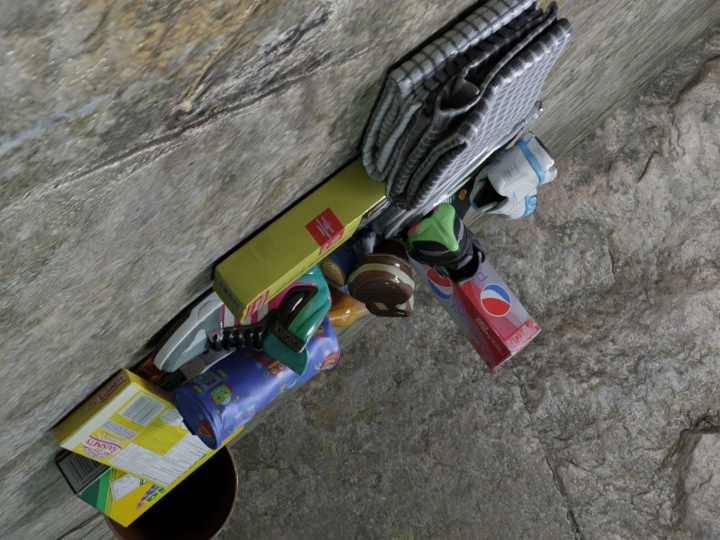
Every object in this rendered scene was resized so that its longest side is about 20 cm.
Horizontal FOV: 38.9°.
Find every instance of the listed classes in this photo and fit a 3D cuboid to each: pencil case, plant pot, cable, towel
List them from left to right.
[{"bbox_3d":[-0.275,0.286,1.448,0.186,0.188,0.200,-38,-172,-10],"label":"plant pot"},{"bbox_3d":[-0.110,0.114,1.109,0.199,0.078,0.087,-33,168,-34],"label":"pencil case"},{"bbox_3d":[0.087,-0.120,1.106,0.199,0.070,0.200,-38,178,-41],"label":"cable"},{"bbox_3d":[0.094,-0.148,0.905,0.165,0.086,0.200,-39,174,-18],"label":"towel"}]

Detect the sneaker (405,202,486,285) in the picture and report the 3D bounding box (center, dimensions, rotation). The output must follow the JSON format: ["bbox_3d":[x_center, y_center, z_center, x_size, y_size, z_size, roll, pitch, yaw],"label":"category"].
[{"bbox_3d":[0.097,-0.019,1.153,0.076,0.084,0.200,-37,173,6],"label":"sneaker"}]

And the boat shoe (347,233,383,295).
[{"bbox_3d":[0.000,0.000,1.330,0.072,0.071,0.200,-58,-175,-13],"label":"boat shoe"}]

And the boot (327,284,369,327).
[{"bbox_3d":[-0.068,0.049,1.450,0.142,0.072,0.200,-12,-174,-25],"label":"boot"}]

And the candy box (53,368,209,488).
[{"bbox_3d":[-0.233,0.176,1.108,0.102,0.027,0.200,-38,147,3],"label":"candy box"}]

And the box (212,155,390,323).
[{"bbox_3d":[-0.052,-0.034,0.987,0.199,0.050,0.075,-38,175,-19],"label":"box"}]

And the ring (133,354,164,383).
[{"bbox_3d":[-0.184,0.133,1.150,0.198,0.019,0.202,-27,146,-20],"label":"ring"}]

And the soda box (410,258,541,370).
[{"bbox_3d":[0.147,0.028,1.359,0.063,0.201,0.070,-33,172,-30],"label":"soda box"}]

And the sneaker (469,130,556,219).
[{"bbox_3d":[0.160,-0.095,1.177,0.086,0.076,0.200,-33,169,-7],"label":"sneaker"}]

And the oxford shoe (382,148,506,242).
[{"bbox_3d":[0.091,-0.093,1.263,0.199,0.084,0.073,-41,133,-24],"label":"oxford shoe"}]

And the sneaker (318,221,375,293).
[{"bbox_3d":[-0.025,-0.031,1.167,0.089,0.075,0.200,-55,178,-1],"label":"sneaker"}]

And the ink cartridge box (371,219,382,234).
[{"bbox_3d":[0.057,-0.064,1.389,0.103,0.060,0.200,-37,173,-23],"label":"ink cartridge box"}]

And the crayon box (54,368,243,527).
[{"bbox_3d":[-0.254,0.216,1.264,0.199,0.058,0.173,-39,154,-10],"label":"crayon box"}]

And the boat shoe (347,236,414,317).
[{"bbox_3d":[0.025,-0.001,1.134,0.073,0.076,0.203,3,168,4],"label":"boat shoe"}]

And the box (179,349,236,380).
[{"bbox_3d":[-0.146,0.075,1.241,0.041,0.039,0.199,-46,172,36],"label":"box"}]

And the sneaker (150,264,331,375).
[{"bbox_3d":[-0.106,0.067,1.043,0.199,0.121,0.084,-39,174,-9],"label":"sneaker"}]
